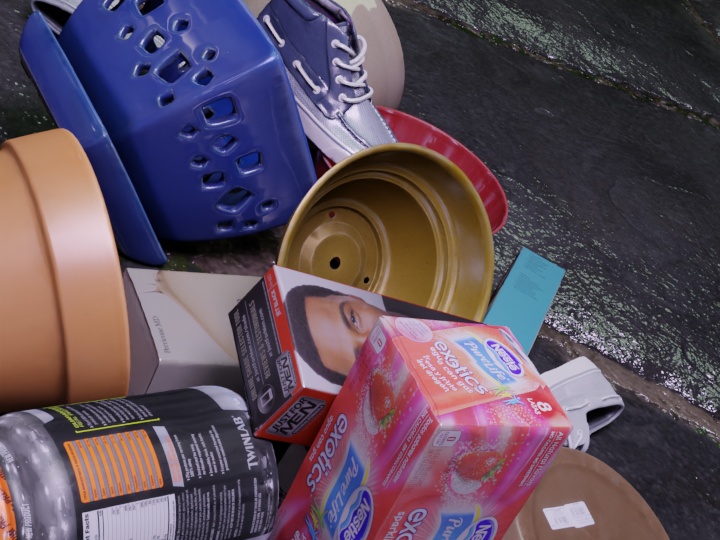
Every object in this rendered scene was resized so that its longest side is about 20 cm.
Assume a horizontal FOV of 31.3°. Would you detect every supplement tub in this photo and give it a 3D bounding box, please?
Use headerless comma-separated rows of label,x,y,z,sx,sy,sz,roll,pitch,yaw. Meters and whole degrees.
supplement tub,-0.161,0.142,0.801,0.200,0.123,0.123,-4,45,-41

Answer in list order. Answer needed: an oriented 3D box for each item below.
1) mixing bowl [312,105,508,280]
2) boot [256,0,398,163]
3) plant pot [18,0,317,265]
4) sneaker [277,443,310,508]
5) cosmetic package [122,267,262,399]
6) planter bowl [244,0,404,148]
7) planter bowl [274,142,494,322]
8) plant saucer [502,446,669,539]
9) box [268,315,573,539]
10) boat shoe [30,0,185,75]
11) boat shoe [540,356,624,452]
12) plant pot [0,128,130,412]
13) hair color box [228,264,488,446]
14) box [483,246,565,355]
mixing bowl,0.030,-0.057,1.229,0.200,0.108,0.200,19,34,-13
boot,-0.020,-0.170,1.150,0.200,0.090,0.073,44,35,8
plant pot,-0.165,-0.135,1.089,0.180,0.200,0.200,-27,55,-10
sneaker,0.033,0.174,0.949,0.200,0.081,0.076,26,17,-10
cosmetic package,-0.091,0.062,1.010,0.200,0.073,0.104,4,41,-35
planter bowl,-0.074,-0.205,1.295,0.200,0.200,0.135,42,53,19
planter bowl,0.000,0.000,0.980,0.200,0.201,0.083,2,7,-36
plant saucer,0.169,0.210,0.939,0.200,0.029,0.200,26,41,-24
box,0.031,0.135,0.805,0.102,0.200,0.095,6,36,-32
boat shoe,-0.247,-0.223,1.296,0.201,0.070,0.072,39,57,6
boat shoe,0.171,0.135,1.123,0.069,0.072,0.200,42,26,20
plant pot,-0.251,0.014,0.865,0.140,0.200,0.200,-12,49,-23
hair color box,0.014,0.073,0.885,0.200,0.061,0.102,15,44,-37
box,0.128,0.060,1.169,0.049,0.082,0.200,31,32,4
